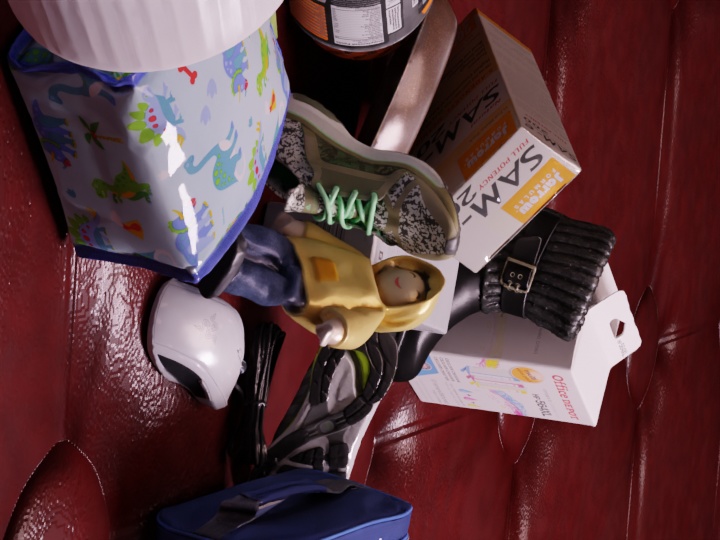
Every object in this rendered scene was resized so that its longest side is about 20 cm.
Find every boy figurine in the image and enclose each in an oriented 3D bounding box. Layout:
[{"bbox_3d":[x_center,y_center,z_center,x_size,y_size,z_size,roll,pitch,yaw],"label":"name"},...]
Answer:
[{"bbox_3d":[-0.025,0.010,1.692,0.065,0.199,0.125,-54,-146,32],"label":"boy figurine"}]

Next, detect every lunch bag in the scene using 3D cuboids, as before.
[{"bbox_3d":[-0.119,-0.124,1.494,0.200,0.127,0.171,-53,144,-35],"label":"lunch bag"},{"bbox_3d":[-0.062,0.217,1.693,0.199,0.135,0.133,-11,107,-49],"label":"lunch bag"}]

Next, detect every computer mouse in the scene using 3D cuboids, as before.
[{"bbox_3d":[-0.100,0.067,1.707,0.200,0.044,0.110,48,53,-63],"label":"computer mouse"}]

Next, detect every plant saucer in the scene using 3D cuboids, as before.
[{"bbox_3d":[0.032,-0.133,1.865,0.200,0.034,0.201,-155,-90,-85],"label":"plant saucer"}]

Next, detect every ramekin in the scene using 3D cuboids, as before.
[{"bbox_3d":[-0.128,-0.210,1.361,0.098,0.199,0.201,82,25,-51],"label":"ramekin"}]

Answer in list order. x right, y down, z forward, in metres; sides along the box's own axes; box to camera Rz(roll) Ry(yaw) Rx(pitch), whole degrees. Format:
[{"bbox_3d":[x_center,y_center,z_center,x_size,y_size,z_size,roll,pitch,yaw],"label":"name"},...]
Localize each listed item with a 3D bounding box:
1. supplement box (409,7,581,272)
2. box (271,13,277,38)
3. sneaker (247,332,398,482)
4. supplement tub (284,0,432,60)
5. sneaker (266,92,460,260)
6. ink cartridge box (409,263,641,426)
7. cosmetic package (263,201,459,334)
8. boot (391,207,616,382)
[{"bbox_3d":[0.095,-0.110,1.918,0.073,0.126,0.200,34,22,-28],"label":"supplement box"},{"bbox_3d":[-0.105,-0.235,1.617,0.144,0.036,0.201,-46,139,-58],"label":"box"},{"bbox_3d":[-0.026,0.119,1.811,0.201,0.074,0.081,-59,-176,17],"label":"sneaker"},{"bbox_3d":[-0.003,-0.242,1.723,0.200,0.122,0.123,85,18,-70],"label":"supplement tub"},{"bbox_3d":[-0.017,-0.053,1.714,0.088,0.199,0.077,-35,144,-40],"label":"sneaker"},{"bbox_3d":[0.146,0.052,2.110,0.129,0.199,0.126,58,44,-59],"label":"ink cartridge box"},{"bbox_3d":[0.000,0.000,1.866,0.200,0.101,0.075,26,73,-66],"label":"cosmetic package"},{"bbox_3d":[0.114,0.031,2.013,0.212,0.157,0.079,-63,-179,11],"label":"boot"}]
